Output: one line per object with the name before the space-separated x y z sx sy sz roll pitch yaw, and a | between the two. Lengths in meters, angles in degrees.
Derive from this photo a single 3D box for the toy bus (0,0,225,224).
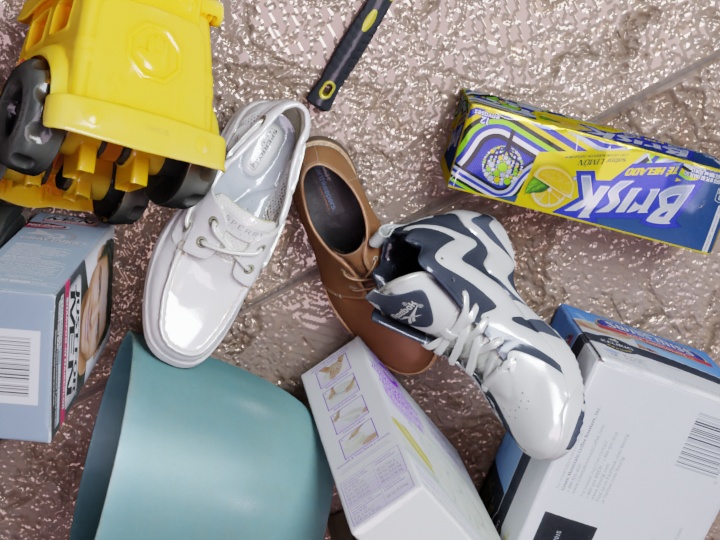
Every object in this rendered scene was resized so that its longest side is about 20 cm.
toy bus | -0.182 -0.138 0.832 0.136 0.200 0.192 11 76 -36

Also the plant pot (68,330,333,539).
plant pot | -0.112 0.158 0.897 0.161 0.201 0.201 14 105 -16

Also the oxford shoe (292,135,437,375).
oxford shoe | 0.000 0.000 0.914 0.071 0.071 0.200 -29 106 5

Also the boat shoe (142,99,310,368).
boat shoe | -0.089 -0.030 0.840 0.071 0.069 0.200 25 77 -22

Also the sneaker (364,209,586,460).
sneaker | 0.066 0.043 0.852 0.129 0.199 0.079 1 151 -37

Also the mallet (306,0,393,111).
mallet | 0.029 -0.197 0.879 0.066 0.041 0.200 22 109 -10

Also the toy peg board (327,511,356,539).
toy peg board | 0.065 0.291 0.935 0.098 0.200 0.199 -23 105 -2

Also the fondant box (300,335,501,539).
fondant box | 0.036 0.153 0.876 0.058 0.200 0.144 -37 118 5

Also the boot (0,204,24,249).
boot | -0.329 0.031 0.907 0.158 0.079 0.211 8 112 1

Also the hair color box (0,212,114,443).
hair color box | -0.216 0.032 0.847 0.061 0.200 0.099 5 106 -3

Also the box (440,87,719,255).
box | 0.163 -0.072 0.897 0.200 0.070 0.064 14 107 -5

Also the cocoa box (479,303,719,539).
cocoa box | 0.183 0.149 0.929 0.133 0.131 0.200 19 104 -8
